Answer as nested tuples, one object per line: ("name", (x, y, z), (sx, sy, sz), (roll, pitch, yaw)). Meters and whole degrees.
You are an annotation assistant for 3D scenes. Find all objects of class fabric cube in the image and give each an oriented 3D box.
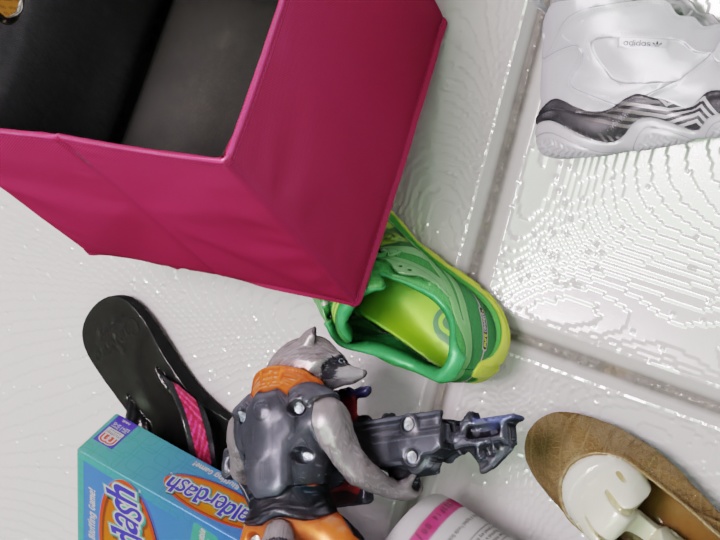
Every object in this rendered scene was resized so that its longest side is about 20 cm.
("fabric cube", (-0.090, -0.117, 0.802), (0.199, 0.199, 0.197), (10, 74, 22))

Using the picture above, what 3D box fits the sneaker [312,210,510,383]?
("sneaker", (0.000, 0.000, 0.874), (0.200, 0.084, 0.074), (33, 109, 18))

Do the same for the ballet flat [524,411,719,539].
("ballet flat", (0.170, 0.154, 0.822), (0.200, 0.072, 0.068), (41, 110, 15))

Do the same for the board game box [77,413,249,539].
("board game box", (-0.093, 0.199, 0.932), (0.199, 0.045, 0.153), (25, 131, 21))

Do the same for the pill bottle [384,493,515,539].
("pill bottle", (0.096, 0.228, 0.842), (0.200, 0.113, 0.114), (30, 108, 18))

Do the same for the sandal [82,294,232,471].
("sandal", (-0.128, 0.104, 0.966), (0.075, 0.045, 0.200), (-45, 78, 22))

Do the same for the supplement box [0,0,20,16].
("supplement box", (-0.256, -0.168, 0.979), (0.066, 0.069, 0.200), (-35, 80, 22))

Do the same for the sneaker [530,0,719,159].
("sneaker", (0.182, -0.128, 0.778), (0.199, 0.075, 0.115), (-7, 96, 28))

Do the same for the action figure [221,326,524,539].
("action figure", (-0.013, 0.120, 0.799), (0.199, 0.105, 0.194), (-19, 60, 25))
